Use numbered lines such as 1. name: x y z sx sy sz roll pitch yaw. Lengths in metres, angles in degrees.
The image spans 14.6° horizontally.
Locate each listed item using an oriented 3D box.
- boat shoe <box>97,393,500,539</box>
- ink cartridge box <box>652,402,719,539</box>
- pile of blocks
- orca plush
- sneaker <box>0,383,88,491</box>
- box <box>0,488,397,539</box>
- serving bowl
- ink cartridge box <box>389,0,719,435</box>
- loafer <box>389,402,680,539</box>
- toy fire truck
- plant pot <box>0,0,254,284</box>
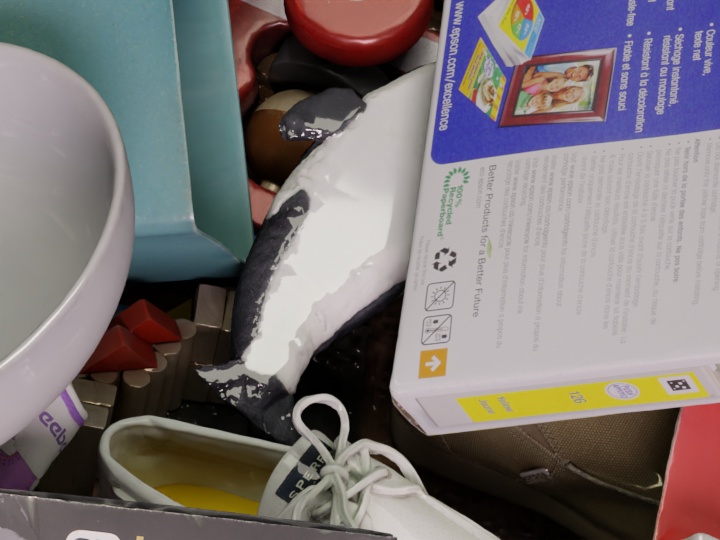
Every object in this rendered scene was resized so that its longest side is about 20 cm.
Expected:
1. boat shoe: -0.013 0.089 1.035 0.201 0.086 0.075 15 40 31
2. ink cartridge box: 0.195 0.137 1.037 0.199 0.045 0.177 23 69 -19
3. pile of blocks: -0.117 0.043 1.114 0.082 0.062 0.200 37 49 20
4. orca plush: 0.000 0.000 1.146 0.105 0.071 0.201 21 60 -3
5. sneaker: -0.178 0.037 1.056 0.200 0.073 0.114 28 65 39
6. box: -0.077 0.178 0.931 0.157 0.050 0.201 8 81 -12
7. serving bowl: -0.167 0.009 0.981 0.199 0.066 0.201 -10 44 10
8. ink cartridge box: 0.117 -0.041 1.069 0.199 0.047 0.198 -6 57 25
9. loafer: 0.096 0.063 1.112 0.199 0.068 0.076 13 44 26
10. toy fire truck: -0.058 -0.076 1.226 0.199 0.112 0.168 26 70 10
11. plant pot: -0.156 -0.064 1.118 0.199 0.141 0.142 -7 82 6
